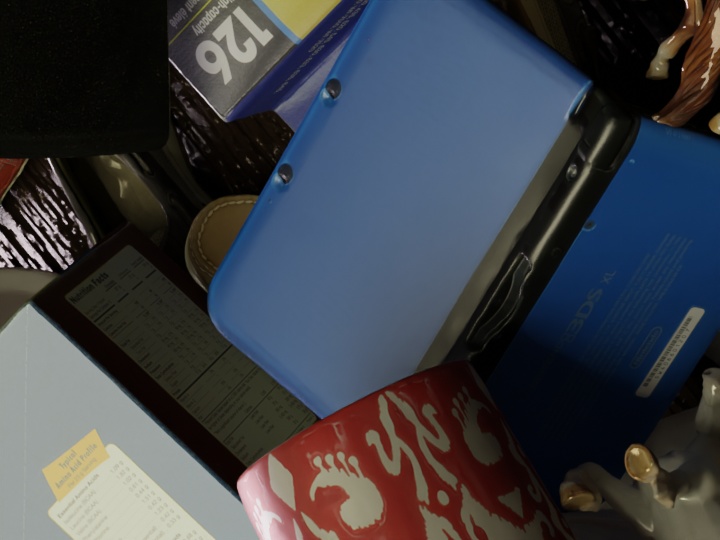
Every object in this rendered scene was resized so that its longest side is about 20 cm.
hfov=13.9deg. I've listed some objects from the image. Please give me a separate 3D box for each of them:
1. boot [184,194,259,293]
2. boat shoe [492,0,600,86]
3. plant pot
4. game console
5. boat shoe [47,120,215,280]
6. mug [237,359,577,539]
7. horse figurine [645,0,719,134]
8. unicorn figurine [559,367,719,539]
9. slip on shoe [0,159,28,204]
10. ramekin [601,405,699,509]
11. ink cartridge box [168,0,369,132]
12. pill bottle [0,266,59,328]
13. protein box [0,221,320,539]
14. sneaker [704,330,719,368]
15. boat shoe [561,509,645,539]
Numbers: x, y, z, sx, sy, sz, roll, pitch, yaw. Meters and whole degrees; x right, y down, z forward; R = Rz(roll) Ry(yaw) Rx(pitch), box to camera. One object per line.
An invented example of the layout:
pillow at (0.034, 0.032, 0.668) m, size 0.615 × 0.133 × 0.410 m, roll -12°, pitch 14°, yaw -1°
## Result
boot at (0.000, 0.000, 1.382) m, size 0.200 × 0.072 × 0.155 m, roll 23°, pitch 170°, yaw 13°
boat shoe at (0.078, -0.092, 1.320) m, size 0.073 × 0.065 × 0.200 m, roll 11°, pitch 144°, yaw 29°
plant pot at (-0.221, -0.149, 1.363) m, size 0.199 × 0.177 × 0.200 m, roll 16°, pitch 115°, yaw 39°
game console at (0.061, -0.011, 1.268) m, size 0.200 × 0.170 × 0.118 m, roll -59°, pitch 38°, yaw 24°
boat shoe at (-0.105, -0.014, 1.498) m, size 0.073 × 0.065 × 0.200 m, roll -25°, pitch 104°, yaw 39°
mug at (0.024, 0.156, 1.165) m, size 0.200 × 0.177 × 0.133 m, roll 63°, pitch 166°, yaw 10°
horse figurine at (0.139, -0.144, 1.198) m, size 0.050 × 0.200 × 0.133 m, roll 5°, pitch 132°, yaw -7°
unicorn figurine at (0.144, 0.106, 1.202) m, size 0.074 × 0.137 × 0.200 m, roll -25°, pitch 69°, yaw 25°
slip on shoe at (-0.212, -0.067, 1.538) m, size 0.074 × 0.061 × 0.200 m, roll 36°, pitch 130°, yaw 11°
ramekin at (0.170, 0.164, 1.293) m, size 0.200 × 0.201 × 0.098 m, roll 1°, pitch 143°, yaw 33°
ink cartridge box at (-0.035, -0.160, 1.374) m, size 0.200 × 0.047 × 0.198 m, roll 48°, pitch 132°, yaw 0°
pill bottle at (-0.190, 0.109, 1.599) m, size 0.114 × 0.114 × 0.200 m, roll 17°, pitch 126°, yaw 23°
protein box at (-0.121, 0.126, 1.426) m, size 0.200 × 0.135 × 0.199 m, roll 43°, pitch 114°, yaw 1°
sneaker at (0.180, -0.031, 1.293) m, size 0.140 × 0.078 × 0.200 m, roll 35°, pitch 131°, yaw 9°
boat shoe at (0.045, 0.136, 1.266) m, size 0.200 × 0.074 × 0.065 m, roll -15°, pitch 143°, yaw 13°
